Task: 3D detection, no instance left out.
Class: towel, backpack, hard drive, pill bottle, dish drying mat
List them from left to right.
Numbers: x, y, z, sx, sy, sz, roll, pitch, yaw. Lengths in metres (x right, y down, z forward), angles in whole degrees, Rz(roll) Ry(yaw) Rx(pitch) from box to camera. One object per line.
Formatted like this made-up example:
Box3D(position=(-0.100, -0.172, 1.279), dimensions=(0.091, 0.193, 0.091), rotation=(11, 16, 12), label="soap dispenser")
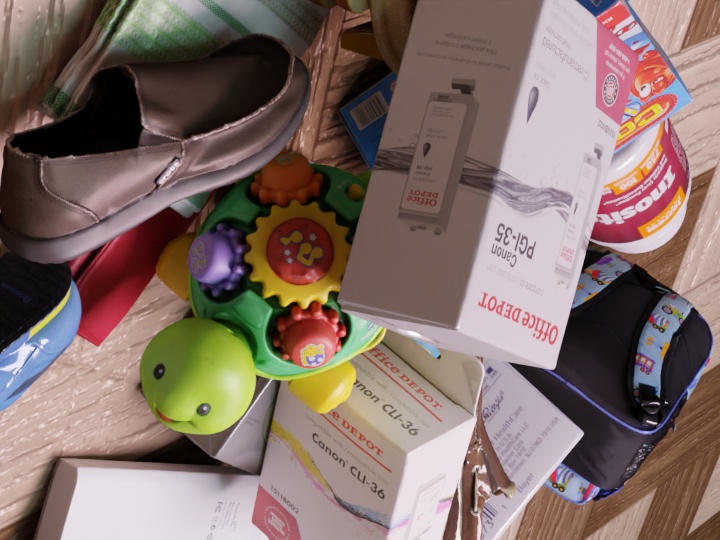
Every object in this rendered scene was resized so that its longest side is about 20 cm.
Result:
Box3D(position=(-0.142, 0.197, 1.253), dimensions=(0.200, 0.027, 0.132), rotation=(11, 98, -51), label="hard drive")
Box3D(position=(-0.116, -0.045, 1.109), dimensions=(0.200, 0.018, 0.077), rotation=(-55, 153, -4), label="dish drying mat")
Box3D(position=(-0.085, -0.141, 1.037), dimensions=(0.200, 0.031, 0.149), rotation=(-58, 146, -3), label="towel")
Box3D(position=(0.200, 0.079, 1.587), dimensions=(0.200, 0.182, 0.135), rotation=(-42, 160, -48), label="backpack")
Box3D(position=(0.202, -0.086, 1.468), dimensions=(0.113, 0.113, 0.200), rotation=(-54, 152, -4), label="pill bottle")

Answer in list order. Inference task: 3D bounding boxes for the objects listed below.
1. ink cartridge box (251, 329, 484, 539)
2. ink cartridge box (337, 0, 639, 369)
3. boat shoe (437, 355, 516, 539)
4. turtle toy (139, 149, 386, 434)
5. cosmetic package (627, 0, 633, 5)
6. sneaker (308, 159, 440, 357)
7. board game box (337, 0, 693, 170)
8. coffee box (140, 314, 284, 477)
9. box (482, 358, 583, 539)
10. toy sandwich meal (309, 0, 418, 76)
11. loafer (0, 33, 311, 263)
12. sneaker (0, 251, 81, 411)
Box3D(position=(0.002, 0.115, 1.185), dimensions=(0.067, 0.116, 0.200), rotation=(-25, 140, -39), label="ink cartridge box")
Box3D(position=(0.077, -0.054, 1.052), dimensions=(0.146, 0.083, 0.201), rotation=(23, 81, -59), label="ink cartridge box")
Box3D(position=(0.071, 0.142, 1.283), dimensions=(0.075, 0.075, 0.203), rotation=(-141, -119, -80), label="boat shoe")
Box3D(position=(-0.052, 0.015, 1.086), dimensions=(0.200, 0.146, 0.101), rotation=(-50, 176, -11), label="turtle toy")
Box3D(position=(0.142, -0.245, 1.253), dimensions=(0.102, 0.074, 0.200), rotation=(-60, 151, 9), label="cosmetic package")
Box3D(position=(0.000, 0.000, 1.220), dimensions=(0.080, 0.130, 0.200), rotation=(-54, 152, 0), label="sneaker")
Box3D(position=(0.113, -0.115, 1.277), dimensions=(0.200, 0.056, 0.196), rotation=(-34, 155, 13), label="board game box")
Box3D(position=(-0.051, 0.082, 1.277), dimensions=(0.115, 0.080, 0.200), rotation=(-53, 152, 0), label="coffee box")
Box3D(position=(0.053, 0.165, 1.418), dimensions=(0.184, 0.105, 0.200), rotation=(-48, -178, -14), label="box")
Box3D(position=(0.047, -0.201, 1.082), dimensions=(0.205, 0.070, 0.206), rotation=(-35, 139, -37), label="toy sandwich meal")
Box3D(position=(-0.105, -0.077, 0.966), dimensions=(0.200, 0.073, 0.071), rotation=(-37, 139, -31), label="loafer")
Box3D(position=(-0.230, 0.070, 0.999), dimensions=(0.200, 0.066, 0.079), rotation=(-39, 151, -30), label="sneaker")
